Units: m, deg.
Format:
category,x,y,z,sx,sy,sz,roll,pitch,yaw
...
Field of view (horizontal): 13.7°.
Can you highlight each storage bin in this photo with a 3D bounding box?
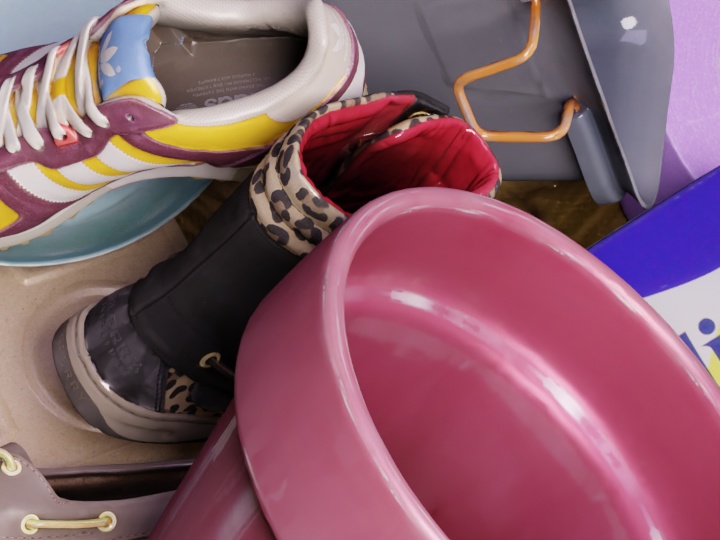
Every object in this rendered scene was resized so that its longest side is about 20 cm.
category,x,y,z,sx,sy,sz,roll,pitch,yaw
storage bin,0.031,-0.110,1.151,0.134,0.200,0.146,-6,48,19

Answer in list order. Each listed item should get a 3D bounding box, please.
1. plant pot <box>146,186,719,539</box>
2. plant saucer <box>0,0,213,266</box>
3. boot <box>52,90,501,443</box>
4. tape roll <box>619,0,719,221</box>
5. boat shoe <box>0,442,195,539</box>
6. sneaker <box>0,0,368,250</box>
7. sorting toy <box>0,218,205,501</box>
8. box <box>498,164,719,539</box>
category,x,y,z,sx,sy,sz,roll,pitch,yaw
plant pot,0.014,0.103,0.996,0.200,0.179,0.200,30,34,-23
plant saucer,-0.136,-0.098,1.161,0.200,0.027,0.201,4,79,-18
boot,0.000,0.000,1.110,0.200,0.151,0.073,0,58,-42
tape roll,0.209,-0.061,1.277,0.200,0.066,0.200,7,59,-11
boat shoe,-0.125,0.091,1.070,0.200,0.072,0.060,7,94,-30
sneaker,-0.098,-0.063,1.077,0.200,0.090,0.075,-14,70,1
sorting toy,-0.151,0.020,1.157,0.185,0.036,0.200,-20,72,-24
box,0.128,0.091,1.145,0.184,0.105,0.200,-31,72,-28
